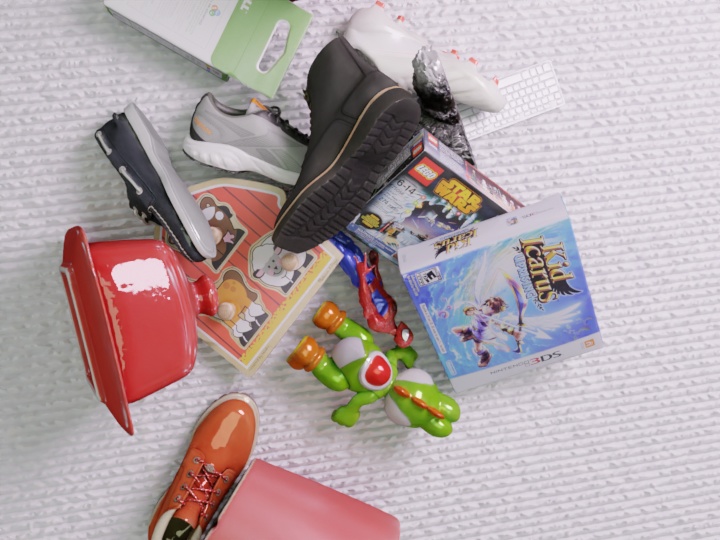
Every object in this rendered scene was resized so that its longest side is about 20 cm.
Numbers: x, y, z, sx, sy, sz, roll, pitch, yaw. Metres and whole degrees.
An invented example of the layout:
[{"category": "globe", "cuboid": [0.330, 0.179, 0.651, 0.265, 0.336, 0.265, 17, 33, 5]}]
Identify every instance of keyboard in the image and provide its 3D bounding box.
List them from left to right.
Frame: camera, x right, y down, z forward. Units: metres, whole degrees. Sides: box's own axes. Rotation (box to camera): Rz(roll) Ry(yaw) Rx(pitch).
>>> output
[{"category": "keyboard", "cuboid": [0.143, -0.189, 0.932, 0.198, 0.011, 0.057, -21, 98, -7]}]

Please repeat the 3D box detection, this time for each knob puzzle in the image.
[{"category": "knob puzzle", "cuboid": [-0.147, -0.011, 0.866, 0.217, 0.030, 0.223, 1, 98, 10]}]

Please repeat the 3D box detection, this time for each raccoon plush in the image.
[{"category": "raccoon plush", "cuboid": [0.042, -0.146, 0.847, 0.132, 0.097, 0.201, -18, 134, 11]}]

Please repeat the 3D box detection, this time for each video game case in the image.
[{"category": "video game case", "cuboid": [0.156, 0.033, 0.866, 0.179, 0.046, 0.201, -20, 128, 10]}]

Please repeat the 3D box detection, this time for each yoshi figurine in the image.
[{"category": "yoshi figurine", "cuboid": [0.019, 0.124, 0.908, 0.199, 0.112, 0.113, 33, 119, 1]}]

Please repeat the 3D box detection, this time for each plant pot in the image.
[{"category": "plant pot", "cuboid": [-0.080, 0.312, 0.858, 0.176, 0.200, 0.202, 33, 89, -1]}]

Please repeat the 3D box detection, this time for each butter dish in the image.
[{"category": "butter dish", "cuboid": [-0.218, 0.042, 0.817, 0.146, 0.200, 0.202, -16, 97, -22]}]

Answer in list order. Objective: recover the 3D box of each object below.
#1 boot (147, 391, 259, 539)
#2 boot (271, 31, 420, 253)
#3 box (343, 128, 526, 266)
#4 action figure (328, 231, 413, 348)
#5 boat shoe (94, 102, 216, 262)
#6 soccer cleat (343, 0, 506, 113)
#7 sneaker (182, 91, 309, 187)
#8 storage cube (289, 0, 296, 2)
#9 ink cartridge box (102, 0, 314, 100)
[{"category": "boot", "cuboid": [-0.170, 0.233, 0.872, 0.074, 0.107, 0.202, 28, 89, -8]}, {"category": "boot", "cuboid": [-0.040, -0.130, 0.817, 0.200, 0.077, 0.139, -47, 55, 15]}, {"category": "box", "cuboid": [0.094, -0.047, 0.858, 0.199, 0.040, 0.137, 31, 128, -26]}, {"category": "action figure", "cuboid": [0.000, 0.000, 0.891, 0.051, 0.065, 0.201, -29, 94, 18]}, {"category": "boat shoe", "cuboid": [-0.216, -0.083, 0.834, 0.060, 0.076, 0.201, -32, 66, 3]}, {"category": "soccer cleat", "cuboid": [0.069, -0.222, 0.894, 0.199, 0.069, 0.078, 31, 95, -3]}, {"category": "sneaker", "cuboid": [-0.090, -0.138, 0.862, 0.198, 0.074, 0.080, 12, 107, -9]}, {"category": "storage cube", "cuboid": [-0.062, -0.393, 0.767, 0.199, 0.179, 0.172, 33, 83, -29]}, {"category": "ink cartridge box", "cuboid": [-0.160, -0.275, 0.853, 0.198, 0.059, 0.105, 28, 91, -10]}]
